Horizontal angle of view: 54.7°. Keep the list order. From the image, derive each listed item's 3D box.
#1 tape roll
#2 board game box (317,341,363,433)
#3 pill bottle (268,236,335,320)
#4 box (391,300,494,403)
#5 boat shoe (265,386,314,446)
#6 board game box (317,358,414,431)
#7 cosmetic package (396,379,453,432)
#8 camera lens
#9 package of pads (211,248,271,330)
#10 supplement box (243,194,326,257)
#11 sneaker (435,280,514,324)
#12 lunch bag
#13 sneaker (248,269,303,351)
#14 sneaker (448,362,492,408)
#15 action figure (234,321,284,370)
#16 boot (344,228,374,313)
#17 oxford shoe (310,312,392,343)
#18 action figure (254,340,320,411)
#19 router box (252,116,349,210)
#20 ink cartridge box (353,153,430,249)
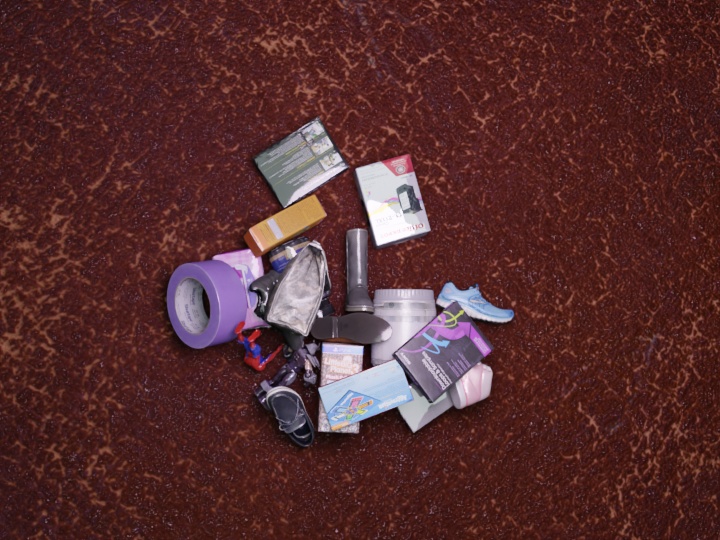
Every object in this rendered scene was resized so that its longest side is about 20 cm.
[{"bbox_3d":[-0.365,0.078,1.646,0.199,0.085,0.202,6,100,38],"label":"tape roll"},{"bbox_3d":[-0.050,0.276,1.673,0.096,0.159,0.202,3,86,-4],"label":"board game box"},{"bbox_3d":[-0.139,0.028,1.706,0.111,0.112,0.201,-24,88,-4],"label":"pill bottle"},{"bbox_3d":[0.190,0.186,1.598,0.200,0.036,0.143,-39,87,-16],"label":"box"},{"bbox_3d":[-0.162,0.349,1.658,0.074,0.062,0.201,-26,128,-1],"label":"boat shoe"},{"bbox_3d":[0.012,0.281,1.588,0.198,0.019,0.104,-19,87,-5],"label":"board game box"},{"bbox_3d":[0.179,0.299,1.725,0.199,0.090,0.107,-32,88,-2],"label":"cosmetic package"},{"bbox_3d":[0.105,0.148,1.689,0.158,0.160,0.202,0,87,-3],"label":"camera lens"},{"bbox_3d":[-0.290,0.052,1.713,0.119,0.076,0.202,-11,88,-7],"label":"package of pads"},{"bbox_3d":[-0.182,-0.109,1.700,0.199,0.066,0.069,-34,90,-26],"label":"supplement box"},{"bbox_3d":[0.295,0.078,1.748,0.198,0.078,0.091,17,83,-3],"label":"sneaker"},{"bbox_3d":[-0.132,0.039,1.565,0.117,0.164,0.202,22,81,-8],"label":"lunch bag"},{"bbox_3d":[-0.203,0.104,1.660,0.090,0.076,0.201,-24,87,-31],"label":"sneaker"},{"bbox_3d":[0.251,0.220,1.661,0.104,0.075,0.202,-11,79,-15],"label":"sneaker"},{"bbox_3d":[-0.241,0.172,1.667,0.065,0.201,0.099,30,60,17],"label":"action figure"},{"bbox_3d":[-0.002,0.000,1.688,0.072,0.182,0.202,8,91,-17],"label":"boot"},{"bbox_3d":[-0.013,0.141,1.646,0.198,0.071,0.072,1,73,22],"label":"oxford shoe"},{"bbox_3d":[-0.171,0.245,1.694,0.200,0.130,0.069,-45,132,0],"label":"action figure"},{"bbox_3d":[-0.150,-0.268,1.751,0.199,0.051,0.150,-32,91,-5],"label":"router box"},{"bbox_3d":[0.079,-0.170,1.744,0.144,0.083,0.202,-16,87,-5],"label":"ink cartridge box"}]
